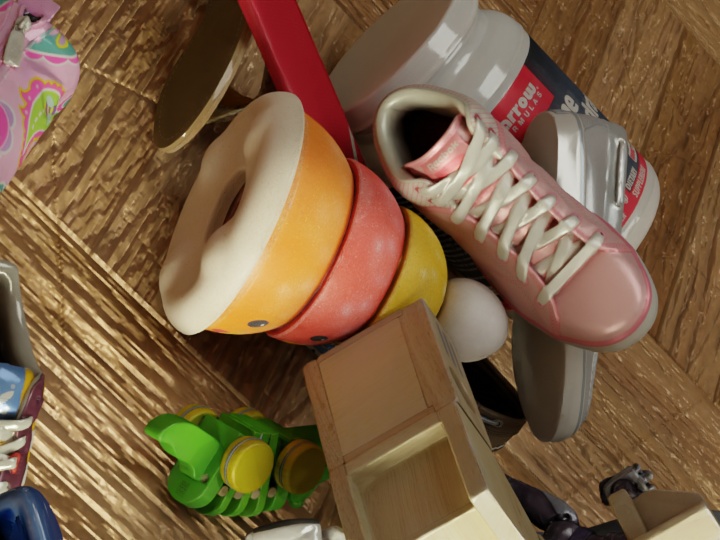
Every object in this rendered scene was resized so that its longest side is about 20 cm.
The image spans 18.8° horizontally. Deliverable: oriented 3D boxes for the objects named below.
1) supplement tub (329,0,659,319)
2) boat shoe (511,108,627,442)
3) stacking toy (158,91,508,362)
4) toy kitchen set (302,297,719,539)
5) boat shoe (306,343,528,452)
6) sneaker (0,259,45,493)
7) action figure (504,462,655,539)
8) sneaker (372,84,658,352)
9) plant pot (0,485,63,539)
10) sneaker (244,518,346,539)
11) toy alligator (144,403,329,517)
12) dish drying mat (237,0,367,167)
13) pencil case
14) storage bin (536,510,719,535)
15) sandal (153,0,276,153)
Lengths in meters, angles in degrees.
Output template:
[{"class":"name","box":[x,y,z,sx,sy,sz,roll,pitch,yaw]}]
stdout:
[{"class":"supplement tub","box":[0.084,-0.077,1.404,0.200,0.140,0.140,44,41,-19]},{"class":"boat shoe","box":[0.134,0.004,1.319,0.068,0.072,0.201,3,79,-22]},{"class":"stacking toy","box":[0.000,0.000,1.232,0.200,0.146,0.146,25,49,-18]},{"class":"toy kitchen set","box":[0.099,0.128,1.172,0.200,0.163,0.181,55,9,-33]},{"class":"boat shoe","box":[0.026,0.035,1.325,0.200,0.072,0.072,43,41,-20]},{"class":"sneaker","box":[-0.190,0.088,1.027,0.075,0.090,0.200,11,52,-29]},{"class":"action figure","box":[0.111,0.156,1.259,0.200,0.069,0.130,29,72,16]},{"class":"sneaker","box":[0.080,-0.033,1.239,0.200,0.075,0.105,47,9,23]},{"class":"plant pot","box":[-0.213,0.196,0.873,0.180,0.200,0.200,6,62,-53]},{"class":"sneaker","box":[-0.010,0.210,1.150,0.200,0.075,0.087,49,38,-50]},{"class":"toy alligator","box":[-0.048,0.112,1.217,0.200,0.059,0.054,9,103,-48]},{"class":"dish drying mat","box":[-0.035,-0.116,1.292,0.077,0.018,0.200,-63,133,-67]},{"class":"pencil case","box":[-0.216,-0.065,1.113,0.087,0.087,0.200,47,42,-16]},{"class":"storage bin","box":[0.170,0.235,1.308,0.145,0.134,0.200,13,57,-43]},{"class":"sandal","box":[-0.068,-0.134,1.329,0.070,0.078,0.212,37,38,-27]}]
